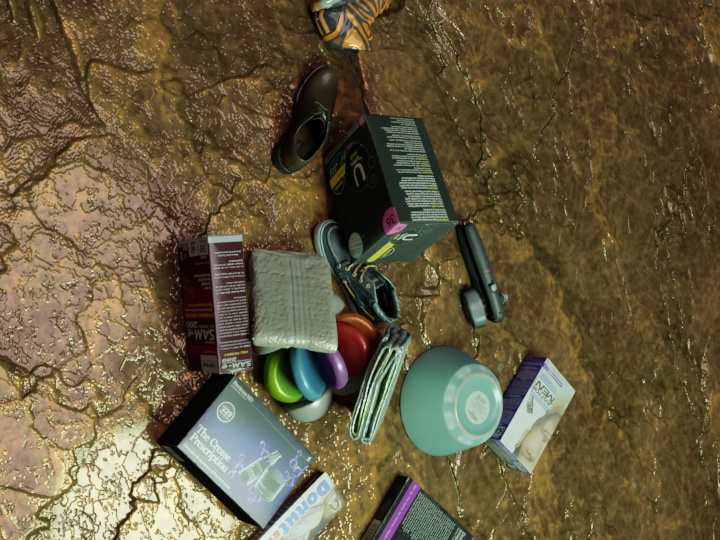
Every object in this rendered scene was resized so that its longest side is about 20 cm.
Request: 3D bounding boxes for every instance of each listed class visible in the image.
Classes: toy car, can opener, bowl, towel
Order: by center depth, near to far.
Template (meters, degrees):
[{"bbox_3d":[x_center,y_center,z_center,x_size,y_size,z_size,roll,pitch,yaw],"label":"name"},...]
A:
[{"bbox_3d":[-0.107,0.045,1.392,0.131,0.035,0.201,6,43,-13],"label":"towel"},{"bbox_3d":[-0.058,0.137,1.432,0.199,0.150,0.176,-31,106,-32],"label":"toy car"},{"bbox_3d":[0.032,0.182,1.467,0.048,0.200,0.172,20,95,7],"label":"towel"},{"bbox_3d":[0.180,0.238,1.623,0.200,0.105,0.203,3,86,-35],"label":"bowl"},{"bbox_3d":[0.225,0.007,1.689,0.078,0.063,0.202,-17,98,-34],"label":"can opener"}]

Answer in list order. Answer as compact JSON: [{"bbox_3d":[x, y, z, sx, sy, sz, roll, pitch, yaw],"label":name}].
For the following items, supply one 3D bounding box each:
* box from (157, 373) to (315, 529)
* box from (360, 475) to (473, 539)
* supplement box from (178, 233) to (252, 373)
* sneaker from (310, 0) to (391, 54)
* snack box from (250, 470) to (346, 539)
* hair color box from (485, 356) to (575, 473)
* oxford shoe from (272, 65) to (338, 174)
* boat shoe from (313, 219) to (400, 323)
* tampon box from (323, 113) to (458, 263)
[{"bbox_3d":[-0.187,0.275,1.382,0.200,0.079,0.141,50,60,-23],"label":"box"},{"bbox_3d":[0.103,0.480,1.600,0.200,0.036,0.143,46,65,-23],"label":"box"},{"bbox_3d":[-0.219,0.050,1.349,0.061,0.109,0.202,-6,90,-36],"label":"supplement box"},{"bbox_3d":[0.011,-0.439,1.560,0.199,0.077,0.113,-27,107,-22],"label":"sneaker"},{"bbox_3d":[-0.112,0.420,1.458,0.200,0.024,0.072,-42,109,-29],"label":"snack box"},{"bbox_3d":[0.328,0.279,1.749,0.109,0.065,0.200,47,65,-25],"label":"hair color box"},{"bbox_3d":[-0.072,-0.252,1.481,0.072,0.084,0.201,27,71,-29],"label":"oxford shoe"},{"bbox_3d":[0.000,0.000,1.514,0.071,0.091,0.201,-39,109,-30],"label":"boat shoe"},{"bbox_3d":[0.045,-0.131,1.480,0.125,0.150,0.201,-2,65,-34],"label":"tampon box"}]
